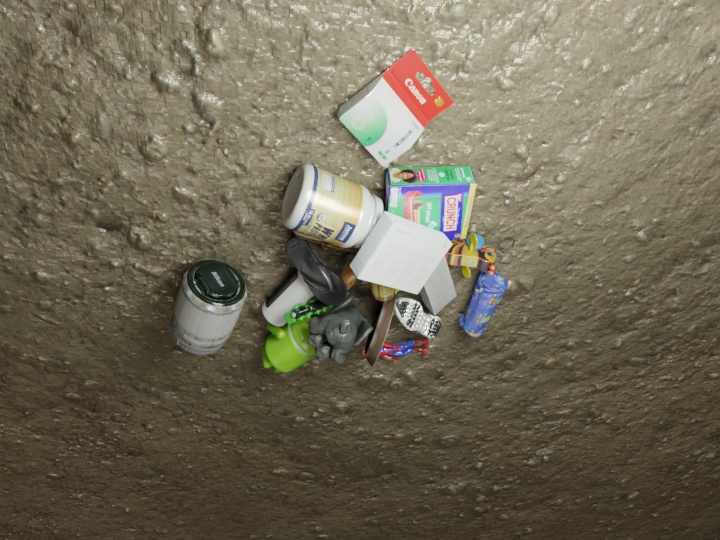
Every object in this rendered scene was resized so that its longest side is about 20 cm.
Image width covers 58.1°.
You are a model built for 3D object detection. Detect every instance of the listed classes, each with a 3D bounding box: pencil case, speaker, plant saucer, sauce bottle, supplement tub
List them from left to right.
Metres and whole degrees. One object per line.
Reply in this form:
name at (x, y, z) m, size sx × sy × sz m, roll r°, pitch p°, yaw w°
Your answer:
speaker at (-0.164, 0.055, 1.647) m, size 0.080 × 0.082 × 0.200 m, roll 28°, pitch 125°, yaw -30°
supplement tub at (-0.062, -0.136, 1.431) m, size 0.197 × 0.146 × 0.145 m, roll 18°, pitch 130°, yaw -23°
plant saucer at (0.048, 0.147, 1.689) m, size 0.031 × 0.202 × 0.202 m, roll 18°, pitch 132°, yaw -1°
sauce bottle at (0.051, -0.017, 1.527) m, size 0.064 × 0.067 × 0.203 m, roll -5°, pitch 133°, yaw -2°
pencil case at (0.326, 0.090, 1.742) m, size 0.086 × 0.078 × 0.202 m, roll -18°, pitch 142°, yaw -33°

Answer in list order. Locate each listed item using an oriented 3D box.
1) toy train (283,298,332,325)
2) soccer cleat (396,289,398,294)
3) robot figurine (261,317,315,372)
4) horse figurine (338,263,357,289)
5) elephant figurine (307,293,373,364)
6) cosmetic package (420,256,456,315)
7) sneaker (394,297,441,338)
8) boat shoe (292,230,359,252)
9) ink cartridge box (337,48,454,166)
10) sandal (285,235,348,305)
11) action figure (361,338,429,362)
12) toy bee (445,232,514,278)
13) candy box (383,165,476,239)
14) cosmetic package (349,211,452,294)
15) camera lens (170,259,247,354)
toy train at (-0.121, 0.096, 1.645) m, size 0.056 × 0.042 × 0.199 m, roll -31°, pitch 173°, yaw 32°
soccer cleat at (0.094, -0.019, 1.609) m, size 0.083 × 0.065 × 0.202 m, roll 14°, pitch 121°, yaw -37°
robot figurine at (-0.179, 0.199, 1.757) m, size 0.198 × 0.117 × 0.174 m, roll -34°, pitch 136°, yaw 26°
horse figurine at (0.000, 0.000, 1.601) m, size 0.197 × 0.050 × 0.133 m, roll -29°, pitch 159°, yaw -4°
elephant figurine at (-0.038, 0.132, 1.657) m, size 0.153 × 0.199 × 0.144 m, roll 13°, pitch 121°, yaw 30°
cosmetic package at (0.185, 0.027, 1.641) m, size 0.082 × 0.051 × 0.201 m, roll -40°, pitch 145°, yaw -10°
sneaker at (0.137, 0.121, 1.731) m, size 0.199 × 0.080 × 0.076 m, roll 37°, pitch 81°, yaw -48°
boat shoe at (-0.071, -0.076, 1.543) m, size 0.196 × 0.073 × 0.073 m, roll 5°, pitch 136°, yaw -22°
ink cartridge box at (0.076, -0.327, 1.333) m, size 0.198 × 0.051 × 0.161 m, roll -31°, pitch 130°, yaw 24°
sandal at (-0.109, 0.010, 1.541) m, size 0.076 × 0.043 × 0.200 m, roll -41°, pitch 99°, yaw 12°
action figure at (0.100, 0.232, 1.876) m, size 0.195 × 0.052 × 0.066 m, roll -1°, pitch 138°, yaw -3°
toy bee at (0.290, -0.039, 1.595) m, size 0.196 × 0.110 × 0.132 m, roll -17°, pitch 132°, yaw 9°
candy box at (0.155, -0.152, 1.490) m, size 0.195 × 0.078 × 0.171 m, roll -3°, pitch 136°, yaw -5°
cosmetic package at (0.093, -0.036, 1.456) m, size 0.198 × 0.052 × 0.152 m, roll 15°, pitch 120°, yaw -41°
camera lens at (-0.376, 0.089, 1.597) m, size 0.157 × 0.162 × 0.202 m, roll 14°, pitch 131°, yaw -19°
